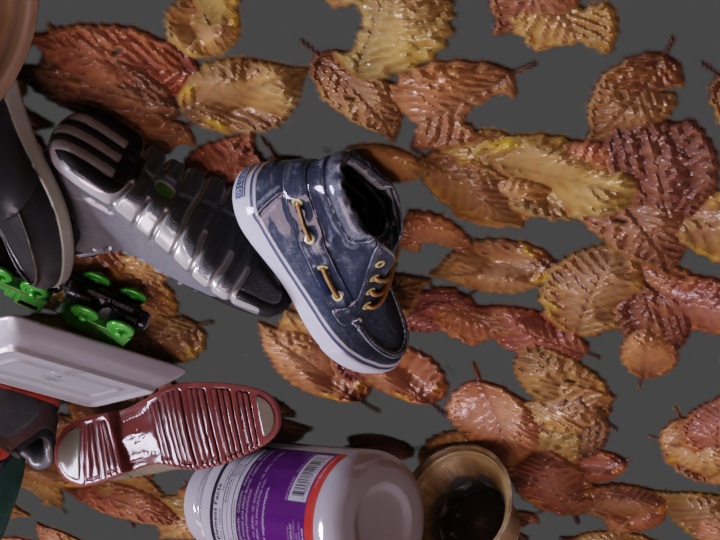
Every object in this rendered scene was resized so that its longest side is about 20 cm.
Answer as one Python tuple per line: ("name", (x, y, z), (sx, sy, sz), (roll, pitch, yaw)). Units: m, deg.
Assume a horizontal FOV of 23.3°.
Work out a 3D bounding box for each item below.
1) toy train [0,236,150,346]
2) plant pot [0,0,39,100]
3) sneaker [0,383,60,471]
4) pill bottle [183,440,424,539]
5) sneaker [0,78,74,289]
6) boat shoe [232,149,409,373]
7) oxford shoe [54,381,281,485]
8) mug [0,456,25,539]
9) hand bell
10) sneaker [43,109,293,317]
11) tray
("toy train", (-0.252, 0.003, 1.301), (0.199, 0.042, 0.056), (25, 153, -16))
("plant pot", (-0.295, -0.167, 1.005), (0.201, 0.201, 0.093), (40, 176, -32))
("sneaker", (-0.306, 0.123, 1.379), (0.077, 0.082, 0.200), (-21, 161, 32))
("pill bottle", (-0.051, 0.196, 1.409), (0.199, 0.113, 0.112), (-1, 145, 46))
("sneaker", (-0.262, -0.057, 1.131), (0.075, 0.106, 0.201), (26, 141, 46))
("boat shoe", (0.000, 0.000, 1.184), (0.090, 0.071, 0.200), (-8, 137, 33))
("oxford shoe", (-0.150, 0.131, 1.433), (0.199, 0.071, 0.075), (-10, 173, 19))
("mug", (-0.371, 0.173, 1.499), (0.151, 0.115, 0.185), (25, 143, -16))
("hand bell", (0.126, 0.227, 1.459), (0.104, 0.105, 0.200), (-11, 150, 30))
("sneaker", (-0.144, -0.026, 1.209), (0.200, 0.075, 0.115), (38, 143, -15))
("tray", (-0.235, 0.075, 1.342), (0.107, 0.022, 0.200), (-15, 157, 31))
